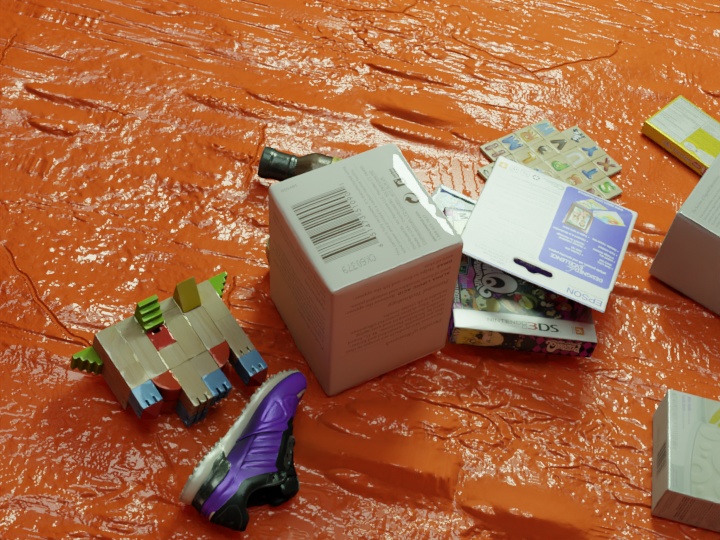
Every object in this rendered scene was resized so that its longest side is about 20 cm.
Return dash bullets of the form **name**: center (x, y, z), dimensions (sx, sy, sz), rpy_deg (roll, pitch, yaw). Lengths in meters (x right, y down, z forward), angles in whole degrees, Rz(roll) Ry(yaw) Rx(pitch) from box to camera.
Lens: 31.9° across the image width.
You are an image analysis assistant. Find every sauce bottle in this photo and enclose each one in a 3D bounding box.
- **sauce bottle**: center (-0.034, -0.114, 1.626), dimensions (0.197, 0.065, 0.065), rpy_deg (15, 47, 3)

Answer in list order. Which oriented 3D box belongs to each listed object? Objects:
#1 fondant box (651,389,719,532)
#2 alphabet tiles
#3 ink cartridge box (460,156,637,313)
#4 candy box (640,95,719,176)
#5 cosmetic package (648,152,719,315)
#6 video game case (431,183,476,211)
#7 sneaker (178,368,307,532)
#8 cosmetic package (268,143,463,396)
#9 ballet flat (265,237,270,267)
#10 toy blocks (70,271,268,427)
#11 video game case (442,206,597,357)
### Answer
- **fondant box**: center (0.436, 0.229, 1.437), dimensions (0.197, 0.059, 0.145), rpy_deg (15, 47, -2)
- **alphabet tiles**: center (0.266, -0.141, 1.759), dimensions (0.198, 0.006, 0.167), rpy_deg (-25, 59, -30)
- **ink cartridge box**: center (0.227, -0.038, 1.553), dimensions (0.196, 0.044, 0.201), rpy_deg (24, 45, 7)
- **candy box**: center (0.515, -0.174, 1.834), dimensions (0.200, 0.027, 0.102), rpy_deg (41, 50, 22)
- **cosmetic package**: center (0.517, -0.039, 1.649), dimensions (0.199, 0.124, 0.199), rpy_deg (33, 50, 15)
- **video game case**: center (0.149, -0.011, 1.606), dimensions (0.198, 0.023, 0.183), rpy_deg (27, 49, 12)
- **sneaker**: center (-0.099, 0.198, 1.337), dimensions (0.099, 0.070, 0.201), rpy_deg (34, 54, 8)
- **cosmetic package**: center (0.000, 0.000, 1.428), dimensions (0.163, 0.201, 0.166), rpy_deg (-21, 57, -18)
- **ballet flat**: center (-0.030, -0.045, 1.562), dimensions (0.198, 0.064, 0.069), rpy_deg (-20, 52, -21)
- **toy blocks**: center (-0.197, 0.104, 1.384), dimensions (0.199, 0.100, 0.137), rpy_deg (-26, 70, -32)
- **video game case**: center (0.191, 0.012, 1.554), dimensions (0.178, 0.036, 0.202), rpy_deg (7, 47, -8)
